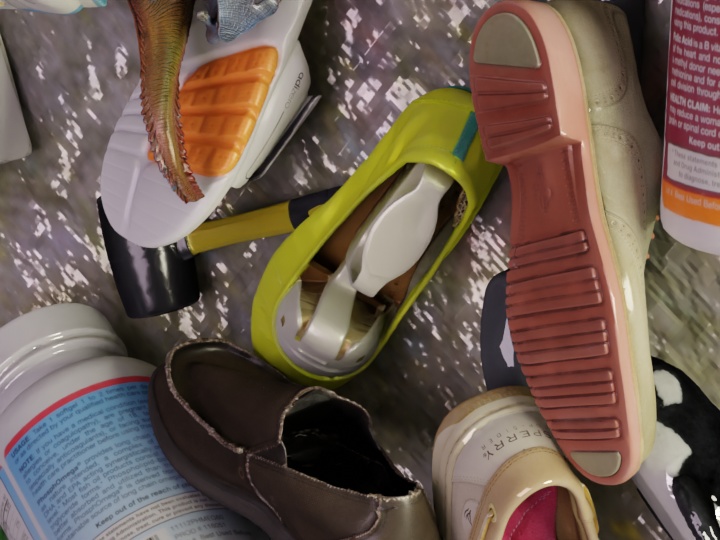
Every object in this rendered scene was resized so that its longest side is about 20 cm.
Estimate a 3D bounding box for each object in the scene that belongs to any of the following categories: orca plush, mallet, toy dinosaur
[{"bbox_3d":[0.175,0.110,1.043,0.071,0.105,0.200,-34,67,-2],"label":"orca plush"},{"bbox_3d":[-0.040,-0.034,1.166,0.199,0.041,0.066,-20,94,29],"label":"mallet"},{"bbox_3d":[-0.110,-0.162,1.120,0.181,0.104,0.201,43,115,57],"label":"toy dinosaur"}]

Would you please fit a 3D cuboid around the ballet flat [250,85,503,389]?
[{"bbox_3d":[0.000,0.000,1.108,0.067,0.067,0.200,29,128,-10],"label":"ballet flat"}]

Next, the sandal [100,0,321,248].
[{"bbox_3d":[-0.046,-0.099,1.140,0.079,0.059,0.208,32,96,40],"label":"sandal"}]

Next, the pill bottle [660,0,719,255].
[{"bbox_3d":[0.178,-0.110,0.964,0.114,0.114,0.201,10,106,30],"label":"pill bottle"}]

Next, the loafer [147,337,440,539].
[{"bbox_3d":[-0.024,0.077,1.099,0.200,0.073,0.072,37,128,41],"label":"loafer"}]

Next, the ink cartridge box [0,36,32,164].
[{"bbox_3d":[-0.289,-0.067,1.244,0.199,0.146,0.085,-14,92,32],"label":"ink cartridge box"}]

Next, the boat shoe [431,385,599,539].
[{"bbox_3d":[0.072,0.147,1.076,0.069,0.073,0.201,-124,18,-51],"label":"boat shoe"}]

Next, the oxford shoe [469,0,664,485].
[{"bbox_3d":[0.102,-0.015,1.010,0.071,0.073,0.201,-2,98,54],"label":"oxford shoe"}]

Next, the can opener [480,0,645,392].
[{"bbox_3d":[0.087,-0.027,1.067,0.053,0.067,0.201,9,106,29],"label":"can opener"}]

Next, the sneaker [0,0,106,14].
[{"bbox_3d":[-0.158,-0.141,1.071,0.080,0.200,0.077,-15,96,-8],"label":"sneaker"}]

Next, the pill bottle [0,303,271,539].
[{"bbox_3d":[-0.114,0.114,1.178,0.109,0.108,0.200,-55,51,28],"label":"pill bottle"}]

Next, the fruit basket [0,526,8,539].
[{"bbox_3d":[-0.209,0.171,1.282,0.200,0.094,0.186,35,114,14],"label":"fruit basket"}]
